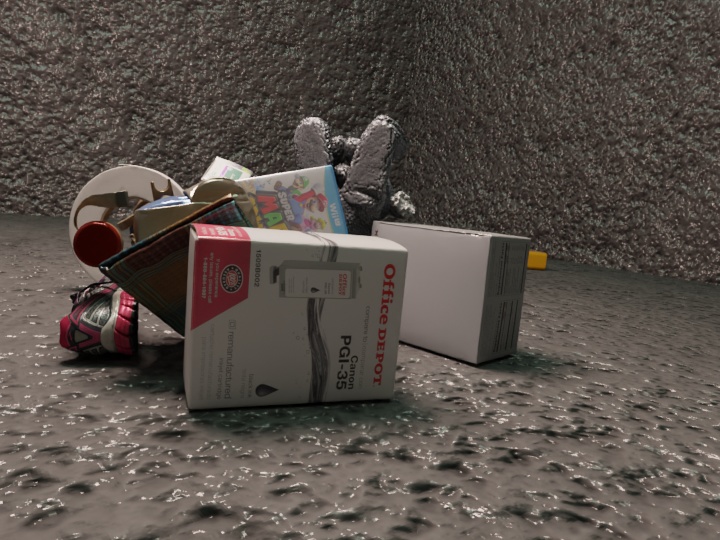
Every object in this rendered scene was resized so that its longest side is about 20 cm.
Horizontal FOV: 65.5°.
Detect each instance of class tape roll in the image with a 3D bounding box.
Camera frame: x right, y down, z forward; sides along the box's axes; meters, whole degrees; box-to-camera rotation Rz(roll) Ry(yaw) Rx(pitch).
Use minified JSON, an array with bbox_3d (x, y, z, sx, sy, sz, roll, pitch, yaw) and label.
[{"bbox_3d":[-0.367,-0.066,0.913,0.196,0.210,0.037,4,6,-12],"label":"tape roll"}]

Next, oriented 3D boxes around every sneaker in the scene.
[{"bbox_3d":[-0.291,0.039,0.640,0.072,0.084,0.199,0,9,-21],"label":"sneaker"}]

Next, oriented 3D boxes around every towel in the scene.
[{"bbox_3d":[-0.165,0.006,0.602,0.144,0.022,0.201,-30,-23,-6],"label":"towel"}]

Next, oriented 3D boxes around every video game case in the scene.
[{"bbox_3d":[-0.115,-0.057,0.758,0.194,0.148,0.018,-12,-8,-18],"label":"video game case"}]

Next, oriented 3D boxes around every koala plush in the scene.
[{"bbox_3d":[-0.004,-0.125,0.897,0.172,0.191,0.199,5,-4,17],"label":"koala plush"}]

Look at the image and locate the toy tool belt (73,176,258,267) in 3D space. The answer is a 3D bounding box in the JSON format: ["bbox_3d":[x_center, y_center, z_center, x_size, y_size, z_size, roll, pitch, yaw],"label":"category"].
[{"bbox_3d":[-0.219,-0.042,0.648,0.194,0.129,0.122,-12,8,-21],"label":"toy tool belt"}]

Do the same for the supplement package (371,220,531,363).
[{"bbox_3d":[0.114,0.021,0.776,0.196,0.161,0.109,12,9,43],"label":"supplement package"}]

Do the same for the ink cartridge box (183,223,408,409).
[{"bbox_3d":[-0.061,0.040,0.523,0.194,0.152,0.082,2,9,-22],"label":"ink cartridge box"}]

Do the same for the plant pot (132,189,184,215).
[{"bbox_3d":[-0.342,-0.044,1.044,0.194,0.205,0.094,7,46,10],"label":"plant pot"}]

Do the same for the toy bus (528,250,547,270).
[{"bbox_3d":[0.584,-0.045,2.082,0.193,0.067,0.078,5,8,-6],"label":"toy bus"}]

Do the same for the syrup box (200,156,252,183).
[{"bbox_3d":[-0.275,-0.108,1.098,0.079,0.203,0.080,20,40,-6],"label":"syrup box"}]
